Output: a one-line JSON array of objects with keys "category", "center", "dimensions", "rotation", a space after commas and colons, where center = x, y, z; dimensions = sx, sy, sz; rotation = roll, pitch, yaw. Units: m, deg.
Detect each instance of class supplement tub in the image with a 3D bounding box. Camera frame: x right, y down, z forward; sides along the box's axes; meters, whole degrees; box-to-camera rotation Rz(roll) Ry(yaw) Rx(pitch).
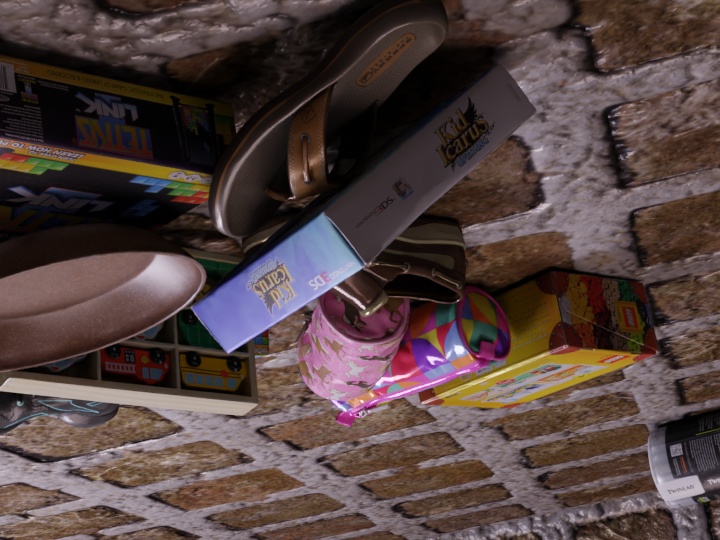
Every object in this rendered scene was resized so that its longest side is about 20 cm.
[{"category": "supplement tub", "center": [0.529, 0.266, 2.326], "dimensions": [0.199, 0.123, 0.122], "rotation": [-18, 161, 25]}]

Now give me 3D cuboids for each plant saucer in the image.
[{"category": "plant saucer", "center": [-0.200, 0.015, 1.033], "dimensions": [0.200, 0.037, 0.200], "rotation": [-17, 165, -5]}]

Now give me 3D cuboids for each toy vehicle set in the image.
[{"category": "toy vehicle set", "center": [-0.173, 0.037, 1.194], "dimensions": [0.199, 0.125, 0.026], "rotation": [9, 150, -32]}]

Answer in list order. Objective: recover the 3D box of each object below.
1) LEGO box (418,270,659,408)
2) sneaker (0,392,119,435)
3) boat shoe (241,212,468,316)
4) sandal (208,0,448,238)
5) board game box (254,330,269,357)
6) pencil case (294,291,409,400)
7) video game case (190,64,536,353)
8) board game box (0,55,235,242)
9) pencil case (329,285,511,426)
[{"category": "LEGO box", "center": [0.171, 0.074, 1.606], "dimensions": [0.149, 0.078, 0.200], "rotation": [7, 156, -45]}, {"category": "sneaker", "center": [-0.295, 0.102, 1.479], "dimensions": [0.200, 0.076, 0.079], "rotation": [0, 147, -47]}, {"category": "boat shoe", "center": [0.003, -0.002, 1.284], "dimensions": [0.201, 0.075, 0.075], "rotation": [0, 160, -28]}, {"category": "sandal", "center": [-0.016, -0.083, 0.963], "dimensions": [0.200, 0.055, 0.082], "rotation": [-41, 158, 17]}, {"category": "board game box", "center": [-0.200, 0.055, 1.340], "dimensions": [0.165, 0.057, 0.200], "rotation": [7, 165, -40]}, {"category": "pencil case", "center": [-0.009, 0.055, 1.442], "dimensions": [0.086, 0.083, 0.200], "rotation": [2, 161, -9]}, {"category": "video game case", "center": [-0.002, -0.039, 1.049], "dimensions": [0.181, 0.045, 0.200], "rotation": [-43, -174, -34]}, {"category": "board game box", "center": [-0.202, -0.063, 0.992], "dimensions": [0.199, 0.057, 0.165], "rotation": [7, 154, -43]}, {"category": "pencil case", "center": [0.051, 0.084, 1.559], "dimensions": [0.088, 0.089, 0.200], "rotation": [9, 153, -45]}]
